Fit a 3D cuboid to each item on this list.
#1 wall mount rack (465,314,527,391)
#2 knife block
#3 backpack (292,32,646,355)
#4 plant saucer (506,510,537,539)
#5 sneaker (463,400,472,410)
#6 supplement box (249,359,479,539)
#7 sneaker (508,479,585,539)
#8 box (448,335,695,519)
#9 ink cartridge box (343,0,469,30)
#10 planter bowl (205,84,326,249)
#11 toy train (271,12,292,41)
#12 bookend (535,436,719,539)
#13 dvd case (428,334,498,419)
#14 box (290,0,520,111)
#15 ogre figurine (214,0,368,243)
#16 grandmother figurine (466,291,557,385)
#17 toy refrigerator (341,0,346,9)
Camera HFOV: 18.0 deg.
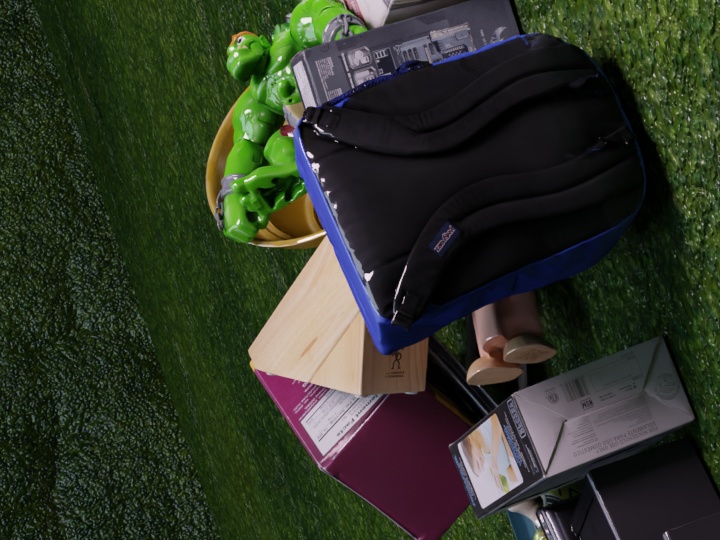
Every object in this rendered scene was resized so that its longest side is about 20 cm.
[{"bbox_3d":[0.080,0.027,1.802,0.174,0.075,0.200,45,180,-25],"label":"wall mount rack"},{"bbox_3d":[0.000,0.000,1.686,0.199,0.064,0.177,10,98,53],"label":"knife block"},{"bbox_3d":[0.072,-0.057,1.449,0.168,0.199,0.163,97,149,-80],"label":"backpack"},{"bbox_3d":[0.147,0.228,1.824,0.070,0.019,0.201,38,151,64],"label":"plant saucer"},{"bbox_3d":[0.041,0.071,1.987,0.200,0.075,0.115,53,158,-2],"label":"sneaker"},{"bbox_3d":[0.011,0.111,1.824,0.131,0.103,0.200,40,-175,-30],"label":"supplement box"},{"bbox_3d":[0.170,0.208,1.640,0.200,0.076,0.076,-126,24,-50],"label":"sneaker"},{"bbox_3d":[0.141,0.111,1.557,0.200,0.116,0.061,128,121,-72],"label":"box"},{"bbox_3d":[0.030,-0.257,1.611,0.200,0.082,0.148,122,129,-73],"label":"ink cartridge box"},{"bbox_3d":[-0.015,-0.082,1.766,0.083,0.200,0.201,46,-172,-43],"label":"planter bowl"},{"bbox_3d":[-0.044,-0.122,1.966,0.056,0.041,0.202,-133,35,-72],"label":"toy train"},{"bbox_3d":[0.204,0.189,1.442,0.200,0.091,0.200,100,150,-61],"label":"bookend"},{"bbox_3d":[0.059,0.064,1.804,0.200,0.016,0.149,48,179,6],"label":"dvd case"},{"bbox_3d":[0.056,-0.076,1.572,0.051,0.157,0.201,162,90,-76],"label":"box"},{"bbox_3d":[-0.051,-0.124,1.684,0.120,0.097,0.201,-101,19,-49],"label":"ogre figurine"},{"bbox_3d":[0.091,-0.025,1.660,0.121,0.060,0.201,-29,63,31],"label":"grandmother figurine"},{"bbox_3d":[-0.016,-0.278,1.800,0.076,0.069,0.201,87,161,-47],"label":"toy refrigerator"}]
